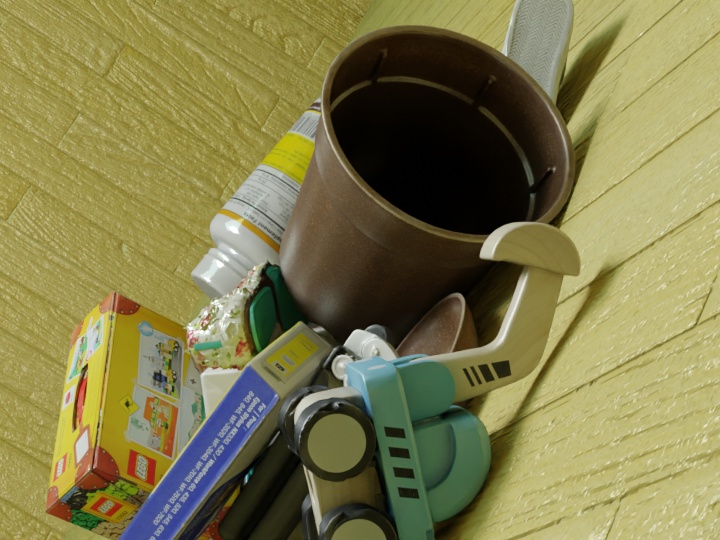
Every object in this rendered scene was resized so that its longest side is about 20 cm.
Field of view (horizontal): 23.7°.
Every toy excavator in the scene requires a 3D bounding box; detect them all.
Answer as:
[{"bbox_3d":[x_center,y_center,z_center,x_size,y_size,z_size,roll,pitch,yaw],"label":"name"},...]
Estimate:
[{"bbox_3d":[0.050,0.080,1.068,0.100,0.199,0.196,-171,69,-80],"label":"toy excavator"}]

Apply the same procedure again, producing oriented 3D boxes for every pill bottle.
[{"bbox_3d":[-0.055,-0.047,1.494,0.200,0.109,0.109,-50,7,-11],"label":"pill bottle"}]

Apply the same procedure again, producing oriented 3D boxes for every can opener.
[{"bbox_3d":[-0.031,0.132,1.282,0.200,0.053,0.066,-55,-25,7],"label":"can opener"}]

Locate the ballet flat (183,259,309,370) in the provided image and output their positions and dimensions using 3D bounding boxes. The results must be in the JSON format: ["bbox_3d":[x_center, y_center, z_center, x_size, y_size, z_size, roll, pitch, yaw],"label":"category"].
[{"bbox_3d":[-0.091,0.035,1.354,0.064,0.076,0.200,-12,3,12],"label":"ballet flat"}]

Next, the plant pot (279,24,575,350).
[{"bbox_3d":[0.036,-0.050,1.333,0.201,0.200,0.198,-65,3,-39],"label":"plant pot"}]

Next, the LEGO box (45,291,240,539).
[{"bbox_3d":[-0.183,0.140,1.505,0.077,0.149,0.201,-41,32,35],"label":"LEGO box"}]

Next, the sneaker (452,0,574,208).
[{"bbox_3d":[0.135,-0.134,1.466,0.116,0.073,0.201,59,-128,-79],"label":"sneaker"}]

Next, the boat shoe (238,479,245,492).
[{"bbox_3d":[-0.064,0.150,1.522,0.059,0.072,0.201,-25,39,58],"label":"boat shoe"}]

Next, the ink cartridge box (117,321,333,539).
[{"bbox_3d":[-0.109,0.141,1.240,0.198,0.047,0.200,-53,-7,15],"label":"ink cartridge box"}]

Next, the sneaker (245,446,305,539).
[{"bbox_3d":[-0.053,0.159,1.400,0.078,0.079,0.200,-54,6,20],"label":"sneaker"}]

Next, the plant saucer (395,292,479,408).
[{"bbox_3d":[0.032,0.110,1.242,0.201,0.037,0.200,-55,9,12],"label":"plant saucer"}]

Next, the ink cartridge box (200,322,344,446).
[{"bbox_3d":[-0.052,0.090,1.436,0.200,0.116,0.068,-47,-51,-76],"label":"ink cartridge box"}]
